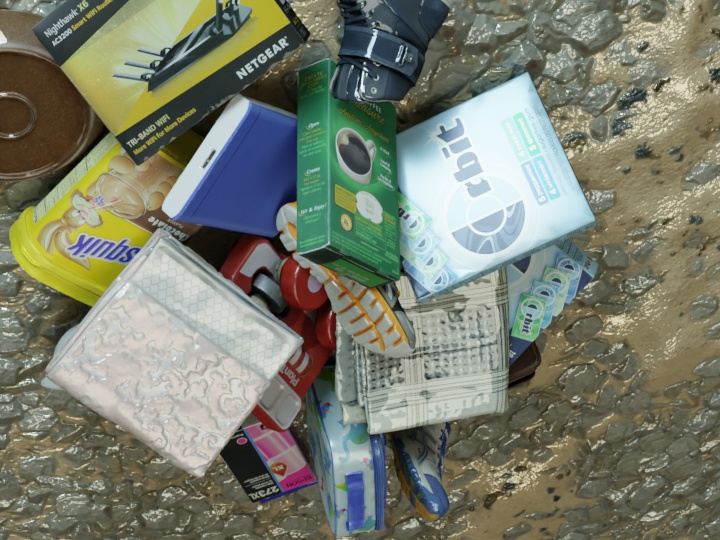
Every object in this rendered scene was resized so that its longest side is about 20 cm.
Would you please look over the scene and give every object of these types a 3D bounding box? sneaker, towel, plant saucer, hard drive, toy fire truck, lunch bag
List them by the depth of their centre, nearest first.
[{"bbox_3d":[-0.011,-0.237,1.215,0.202,0.077,0.147,24,91,-34],"label":"sneaker"},{"bbox_3d":[-0.339,-0.156,1.266,0.199,0.035,0.201,-8,136,-8],"label":"plant saucer"},{"bbox_3d":[-0.103,-0.098,1.302,0.132,0.025,0.200,-55,159,11],"label":"hard drive"},{"bbox_3d":[-0.186,0.088,1.345,0.200,0.032,0.191,38,93,-19],"label":"towel"},{"bbox_3d":[0.000,0.000,1.361,0.077,0.200,0.078,-37,-177,-38],"label":"sneaker"},{"bbox_3d":[-0.096,0.064,1.438,0.168,0.112,0.200,-59,138,-20],"label":"toy fire truck"},{"bbox_3d":[0.068,0.082,1.442,0.199,0.035,0.194,-6,112,-8],"label":"towel"},{"bbox_3d":[0.079,0.216,1.636,0.088,0.200,0.076,-13,138,-15],"label":"sneaker"},{"bbox_3d":[-0.016,0.227,1.644,0.082,0.161,0.201,-9,134,-7],"label":"lunch bag"}]

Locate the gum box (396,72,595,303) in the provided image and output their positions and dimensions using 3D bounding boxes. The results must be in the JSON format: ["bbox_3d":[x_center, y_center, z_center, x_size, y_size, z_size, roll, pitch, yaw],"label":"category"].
[{"bbox_3d":[0.119,-0.084,1.372,0.199,0.171,0.045,-25,169,7],"label":"gum box"}]

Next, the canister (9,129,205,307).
[{"bbox_3d":[-0.239,-0.063,1.348,0.200,0.087,0.148,-41,134,20],"label":"canister"}]

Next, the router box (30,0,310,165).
[{"bbox_3d":[-0.170,-0.217,1.193,0.200,0.052,0.157,-34,104,15],"label":"router box"}]

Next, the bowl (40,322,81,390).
[{"bbox_3d":[-0.251,0.088,1.459,0.200,0.201,0.091,3,88,-19],"label":"bowl"}]

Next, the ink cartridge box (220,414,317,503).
[{"bbox_3d":[-0.120,0.250,1.727,0.094,0.037,0.200,-21,137,4],"label":"ink cartridge box"}]

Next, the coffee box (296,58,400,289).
[{"bbox_3d":[-0.012,-0.094,1.296,0.044,0.201,0.123,-16,155,33],"label":"coffee box"}]

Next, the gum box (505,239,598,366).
[{"bbox_3d":[0.134,-0.006,1.470,0.200,0.045,0.170,39,119,0],"label":"gum box"}]

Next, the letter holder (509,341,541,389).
[{"bbox_3d":[0.113,0.123,1.594,0.199,0.143,0.101,-17,136,-1],"label":"letter holder"}]
